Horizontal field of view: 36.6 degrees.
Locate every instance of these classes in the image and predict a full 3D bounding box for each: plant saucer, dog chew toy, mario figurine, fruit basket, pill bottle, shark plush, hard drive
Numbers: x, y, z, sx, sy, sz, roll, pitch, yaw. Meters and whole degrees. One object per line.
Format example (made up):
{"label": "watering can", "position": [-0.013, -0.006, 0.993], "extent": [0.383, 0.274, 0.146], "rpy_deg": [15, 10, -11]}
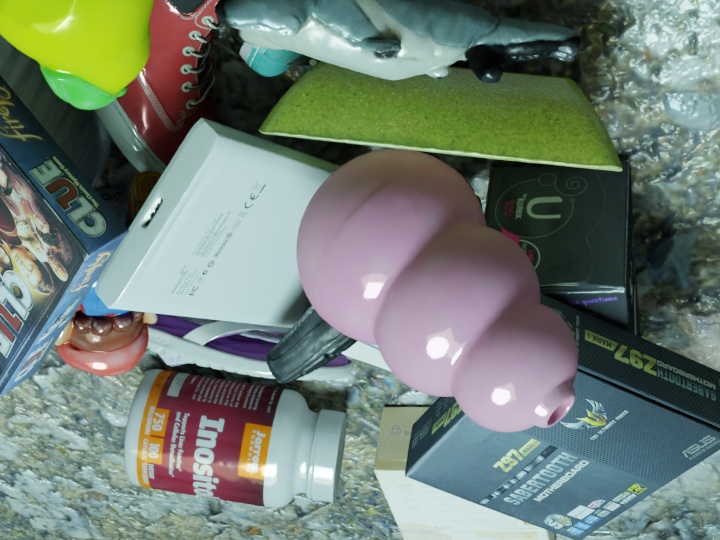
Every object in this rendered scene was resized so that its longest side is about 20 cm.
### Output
{"label": "plant saucer", "position": [0.054, -0.097, 0.669], "extent": [0.197, 0.200, 0.049], "rpy_deg": [7, 97, 6]}
{"label": "dog chew toy", "position": [0.051, 0.017, 0.657], "extent": [0.200, 0.124, 0.125], "rpy_deg": [45, 152, 28]}
{"label": "mario figurine", "position": [-0.192, -0.007, 0.784], "extent": [0.122, 0.107, 0.201], "rpy_deg": [23, 143, -5]}
{"label": "fruit basket", "position": [-0.169, -0.189, 0.560], "extent": [0.154, 0.217, 0.216], "rpy_deg": [19, 141, -9]}
{"label": "pill bottle", "position": [-0.116, 0.163, 1.043], "extent": [0.197, 0.114, 0.114], "rpy_deg": [8, 141, 4]}
{"label": "shark plush", "position": [0.012, -0.140, 0.537], "extent": [0.198, 0.084, 0.091], "rpy_deg": [17, -174, 11]}
{"label": "hard drive", "position": [-0.074, -0.024, 0.747], "extent": [0.133, 0.027, 0.199], "rpy_deg": [-55, 151, 14]}

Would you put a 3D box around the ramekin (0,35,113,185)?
{"label": "ramekin", "position": [-0.288, -0.090, 0.787], "extent": [0.197, 0.106, 0.201], "rpy_deg": [7, 140, 6]}

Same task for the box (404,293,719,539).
{"label": "box", "position": [0.141, 0.113, 0.770], "extent": [0.156, 0.051, 0.200], "rpy_deg": [23, 139, -12]}

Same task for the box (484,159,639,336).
{"label": "box", "position": [0.152, 0.032, 0.809], "extent": [0.105, 0.123, 0.201], "rpy_deg": [-1, 139, 16]}

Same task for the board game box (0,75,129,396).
{"label": "board game box", "position": [-0.235, -0.018, 0.699], "extent": [0.136, 0.035, 0.200], "rpy_deg": [49, 136, 3]}

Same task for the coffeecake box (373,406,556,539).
{"label": "coffeecake box", "position": [0.111, 0.221, 1.086], "extent": [0.151, 0.074, 0.201], "rpy_deg": [-2, 139, 16]}

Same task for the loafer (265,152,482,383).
{"label": "loafer", "position": [0.000, 0.000, 0.782], "extent": [0.201, 0.068, 0.070], "rpy_deg": [-45, 82, 14]}

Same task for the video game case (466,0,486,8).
{"label": "video game case", "position": [0.014, -0.231, 0.538], "extent": [0.180, 0.036, 0.201], "rpy_deg": [28, 124, -4]}

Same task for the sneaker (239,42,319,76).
{"label": "sneaker", "position": [0.010, -0.159, 0.644], "extent": [0.199, 0.072, 0.080], "rpy_deg": [-30, 109, 38]}

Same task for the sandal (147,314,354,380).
{"label": "sandal", "position": [-0.102, 0.049, 0.870], "extent": [0.200, 0.082, 0.051], "rpy_deg": [10, 99, 4]}

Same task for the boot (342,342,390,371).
{"label": "boot", "position": [0.054, 0.038, 0.884], "extent": [0.199, 0.073, 0.091], "rpy_deg": [21, 113, -42]}

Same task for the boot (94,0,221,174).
{"label": "boot", "position": [-0.107, -0.136, 0.717], "extent": [0.143, 0.073, 0.201], "rpy_deg": [-16, 130, 28]}

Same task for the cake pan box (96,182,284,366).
{"label": "cake pan box", "position": [-0.125, 0.000, 0.899], "extent": [0.198, 0.053, 0.185], "rpy_deg": [-10, 134, 24]}
